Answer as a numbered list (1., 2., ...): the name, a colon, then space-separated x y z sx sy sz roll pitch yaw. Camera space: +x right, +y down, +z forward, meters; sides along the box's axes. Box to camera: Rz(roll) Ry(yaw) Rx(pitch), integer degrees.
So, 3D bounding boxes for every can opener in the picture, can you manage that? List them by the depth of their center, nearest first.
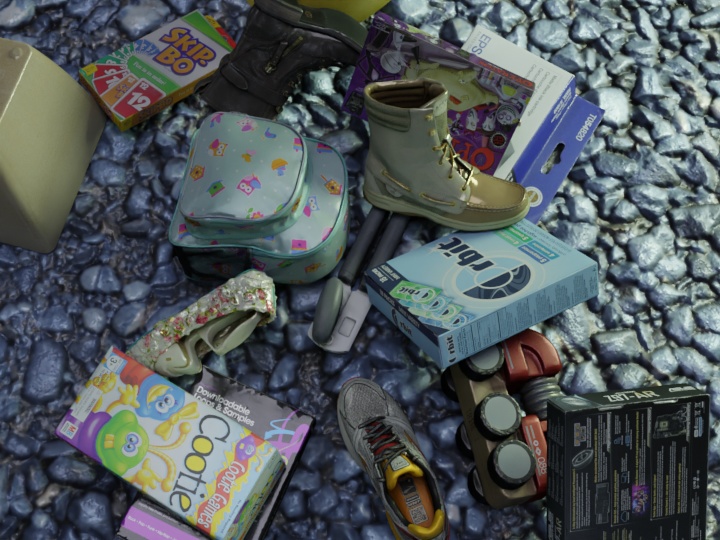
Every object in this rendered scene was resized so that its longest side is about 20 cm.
1. can opener: 0.000 0.000 1.130 0.053 0.067 0.202 22 69 10

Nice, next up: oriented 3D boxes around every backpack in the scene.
1. backpack: -0.106 -0.079 1.122 0.196 0.154 0.179 10 61 0

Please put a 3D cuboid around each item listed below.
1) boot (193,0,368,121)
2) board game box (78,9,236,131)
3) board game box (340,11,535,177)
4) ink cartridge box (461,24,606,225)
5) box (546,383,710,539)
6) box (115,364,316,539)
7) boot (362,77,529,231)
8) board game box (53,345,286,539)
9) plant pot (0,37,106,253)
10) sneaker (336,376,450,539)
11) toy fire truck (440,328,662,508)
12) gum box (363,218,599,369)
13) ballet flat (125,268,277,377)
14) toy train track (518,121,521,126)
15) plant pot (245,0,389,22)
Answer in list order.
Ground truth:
1. boot: -0.083 -0.235 1.193 0.197 0.175 0.070 24 30 -16
2. board game box: -0.244 -0.259 1.249 0.199 0.030 0.096 -34 71 -26
3. board game box: 0.087 -0.199 1.133 0.197 0.121 0.032 24 37 1
4. ink cartridge box: 0.178 -0.182 1.222 0.198 0.041 0.201 30 70 12
5. box: 0.264 0.222 0.979 0.157 0.043 0.204 -5 100 -14
6. box: -0.149 0.220 1.056 0.141 0.036 0.202 23 70 8
7. boot: 0.096 -0.130 1.103 0.196 0.156 0.073 11 44 13
8. board game box: -0.187 0.180 0.994 0.198 0.103 0.106 29 73 10
9. plant pot: -0.435 -0.166 1.144 0.196 0.178 0.203 14 67 5
10. sneaker: 0.039 0.197 1.039 0.077 0.082 0.202 -27 69 -11
11. toy fire truck: 0.207 0.141 1.051 0.196 0.129 0.179 -7 66 -16
12. gum box: 0.128 0.013 1.076 0.197 0.045 0.170 -23 32 -18
13. ballet flat: -0.174 0.072 1.073 0.198 0.076 0.064 -35 56 9
14. toy train track: 0.095 -0.197 1.190 0.196 0.033 0.117 5 66 6
15. plant pot: -0.069 -0.367 1.237 0.142 0.200 0.201 -45 72 11
